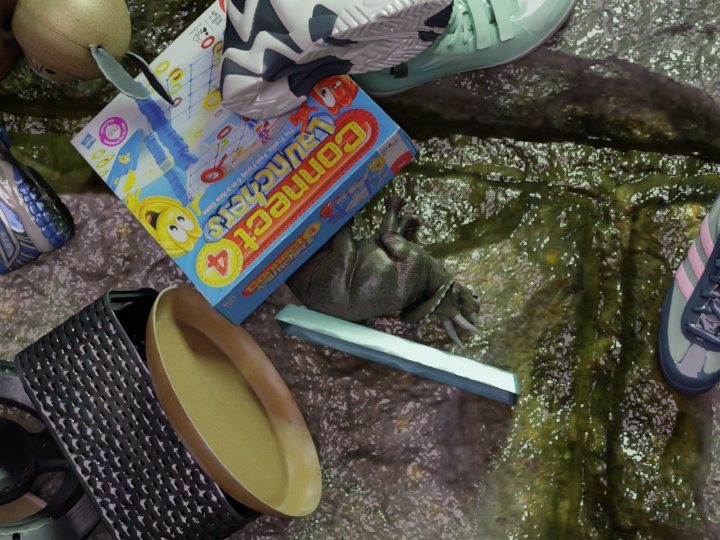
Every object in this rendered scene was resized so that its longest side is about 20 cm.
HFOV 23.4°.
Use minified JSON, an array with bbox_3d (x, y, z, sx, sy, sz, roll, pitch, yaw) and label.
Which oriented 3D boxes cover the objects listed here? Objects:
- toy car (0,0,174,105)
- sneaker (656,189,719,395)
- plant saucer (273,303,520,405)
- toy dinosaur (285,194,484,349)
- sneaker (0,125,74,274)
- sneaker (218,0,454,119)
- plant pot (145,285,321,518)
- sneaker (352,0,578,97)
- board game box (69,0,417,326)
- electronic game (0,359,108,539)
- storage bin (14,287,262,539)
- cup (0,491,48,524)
[{"bbox_3d":[-0.236,-0.174,1.316,0.199,0.164,0.159,31,101,5],"label":"toy car"},{"bbox_3d":[0.282,-0.001,1.338,0.070,0.082,0.201,19,87,5],"label":"sneaker"},{"bbox_3d":[0.031,0.065,1.359,0.198,0.070,0.019,16,80,5],"label":"plant saucer"},{"bbox_3d":[0.000,0.000,1.363,0.198,0.077,0.103,2,72,0],"label":"toy dinosaur"},{"bbox_3d":[-0.321,-0.083,1.396,0.085,0.077,0.200,-38,83,6],"label":"sneaker"},{"bbox_3d":[-0.027,-0.207,1.289,0.198,0.079,0.131,-25,65,34],"label":"sneaker"},{"bbox_3d":[-0.100,0.103,1.305,0.027,0.200,0.201,-33,84,15],"label":"plant pot"},{"bbox_3d":[0.084,-0.198,1.351,0.199,0.118,0.074,-25,82,1],"label":"sneaker"},{"bbox_3d":[-0.093,-0.097,1.360,0.200,0.056,0.196,-44,66,0],"label":"board game box"},{"bbox_3d":[-0.287,0.147,1.337,0.198,0.042,0.201,11,44,-10],"label":"electronic game"},{"bbox_3d":[-0.161,0.122,1.327,0.093,0.135,0.201,-34,84,11],"label":"storage bin"},{"bbox_3d":[-0.319,0.271,1.321,0.199,0.200,0.144,22,119,6],"label":"cup"}]
